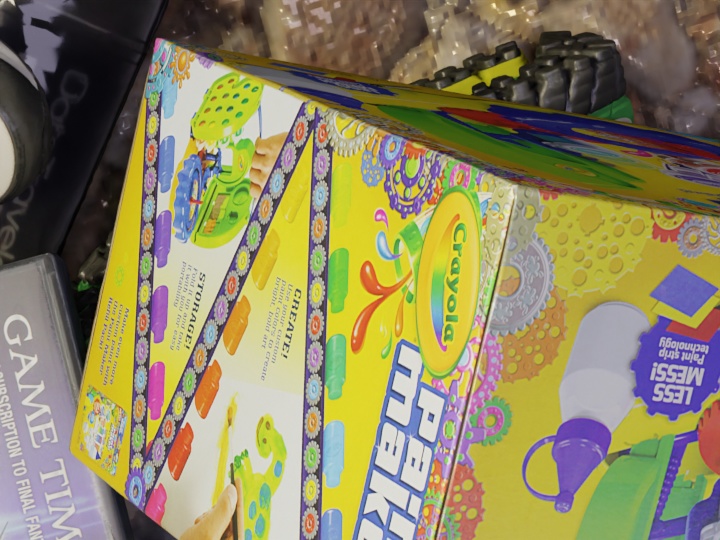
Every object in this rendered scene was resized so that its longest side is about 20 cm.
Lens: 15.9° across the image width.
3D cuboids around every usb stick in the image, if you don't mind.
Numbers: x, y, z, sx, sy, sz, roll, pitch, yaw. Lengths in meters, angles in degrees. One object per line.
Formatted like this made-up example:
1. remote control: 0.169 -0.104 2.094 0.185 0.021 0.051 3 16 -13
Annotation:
1. usb stick: -0.105 -0.036 0.769 0.055 0.033 0.200 22 94 -24

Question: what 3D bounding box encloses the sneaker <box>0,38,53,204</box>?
1. sneaker: -0.184 -0.033 0.701 0.199 0.080 0.074 3 125 -3

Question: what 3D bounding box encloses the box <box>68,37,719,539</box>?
1. box: 0.060 0.028 0.674 0.199 0.193 0.122 8 100 -31

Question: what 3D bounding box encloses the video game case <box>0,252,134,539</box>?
1. video game case: -0.163 0.089 0.733 0.199 0.019 0.143 -15 85 3

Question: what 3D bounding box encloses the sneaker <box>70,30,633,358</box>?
1. sneaker: 0.000 0.000 0.781 0.199 0.078 0.085 -22 106 -11
